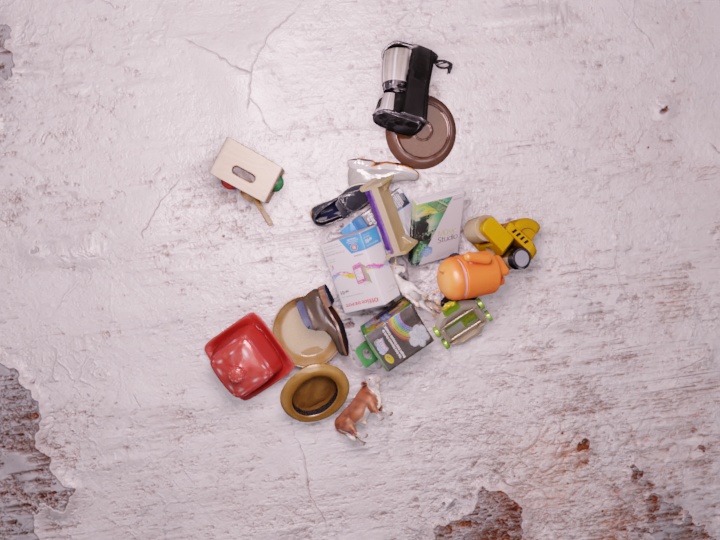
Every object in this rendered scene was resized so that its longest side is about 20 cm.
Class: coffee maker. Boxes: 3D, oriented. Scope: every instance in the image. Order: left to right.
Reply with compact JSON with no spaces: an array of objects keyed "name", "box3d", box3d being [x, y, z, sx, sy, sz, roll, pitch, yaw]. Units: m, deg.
[{"name":"coffee maker","box3d":[0.135,-0.463,1.569,0.189,0.135,0.203,6,80,7]}]

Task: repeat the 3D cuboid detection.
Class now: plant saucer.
[{"name":"plant saucer","box3d":[-0.146,0.166,1.686,0.197,0.035,0.203,-1,96,-5]},{"name":"plant saucer","box3d":[0.167,-0.379,1.659,0.197,0.034,0.203,0,96,-4]}]

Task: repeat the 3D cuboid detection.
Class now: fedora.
[{"name":"fedora","box3d":[-0.129,0.320,1.667,0.198,0.082,0.203,-6,119,-10]}]

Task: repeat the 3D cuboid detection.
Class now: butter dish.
[{"name":"butter dish","box3d":[-0.311,0.250,1.613,0.198,0.148,0.201,-34,98,14]}]

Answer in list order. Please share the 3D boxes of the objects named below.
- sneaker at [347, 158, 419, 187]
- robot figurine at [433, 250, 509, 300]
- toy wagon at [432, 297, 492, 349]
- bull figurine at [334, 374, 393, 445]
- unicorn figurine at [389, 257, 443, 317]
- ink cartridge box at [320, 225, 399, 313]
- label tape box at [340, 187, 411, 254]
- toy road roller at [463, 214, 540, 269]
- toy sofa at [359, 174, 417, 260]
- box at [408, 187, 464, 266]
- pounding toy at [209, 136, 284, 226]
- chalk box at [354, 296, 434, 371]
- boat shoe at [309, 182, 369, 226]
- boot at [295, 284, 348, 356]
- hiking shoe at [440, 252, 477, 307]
[{"name":"sneaker","box3d":[0.059,-0.249,1.651,0.197,0.076,0.093,7,104,2]},{"name":"robot figurine","box3d":[0.284,0.012,1.584,0.197,0.144,0.118,-11,89,-17]},{"name":"toy wagon","box3d":[0.269,0.132,1.657,0.154,0.040,0.200,-34,135,7]},{"name":"bull figurine","box3d":[0.013,0.388,1.698,0.121,0.065,0.201,44,100,26]},{"name":"unicorn figurine","box3d":[0.143,0.055,1.643,0.074,0.137,0.201,-41,133,-9]},{"name":"ink cartridge box","box3d":[0.000,0.000,1.625,0.143,0.084,0.202,-15,100,38]},{"name":"label tape box","box3d":[0.065,-0.110,1.661,0.199,0.066,0.144,-35,98,-2]},{"name":"toy road roller","box3d":[0.396,-0.099,1.665,0.200,0.123,0.147,40,78,-10]},{"name":"toy sofa","box3d":[0.061,-0.134,1.557,0.097,0.083,0.202,-11,108,33]},{"name":"box","box3d":[0.200,-0.114,1.620,0.143,0.036,0.202,-16,129,-18]},{"name":"pounding toy","box3d":[-0.278,-0.225,1.562,0.198,0.184,0.143,28,93,-7]},{"name":"chalk box","box3d":[0.079,0.184,1.664,0.199,0.124,0.126,-33,98,0]},{"name":"boat shoe","box3d":[-0.044,-0.172,1.626,0.198,0.063,0.075,-22,119,10]},{"name":"boot","box3d":[-0.101,0.147,1.643,0.096,0.075,0.202,-20,90,9]},{"name":"hiking shoe","box3d":[0.278,0.046,1.693,0.099,0.076,0.203,-3,110,-13]}]
